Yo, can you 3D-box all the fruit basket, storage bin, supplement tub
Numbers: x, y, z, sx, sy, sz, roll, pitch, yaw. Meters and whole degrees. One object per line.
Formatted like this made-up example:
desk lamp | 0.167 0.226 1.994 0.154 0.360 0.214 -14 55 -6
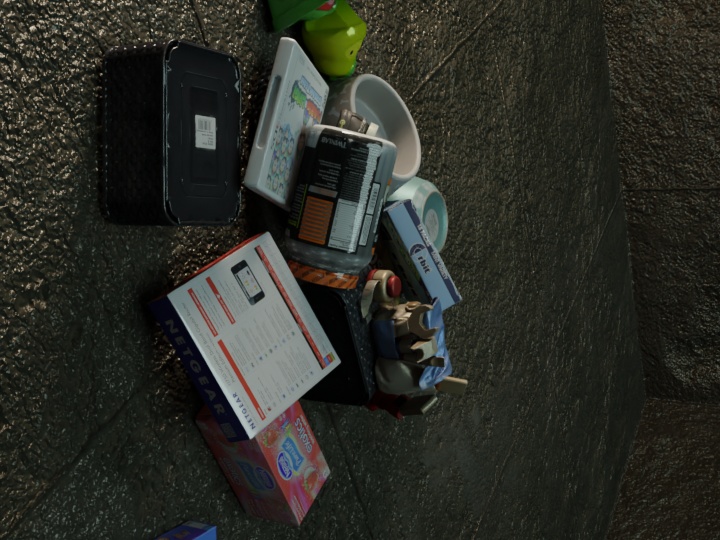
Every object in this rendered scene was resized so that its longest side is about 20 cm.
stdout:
fruit basket | -0.036 -0.388 1.287 0.215 0.155 0.216 24 58 -44
storage bin | -0.213 -0.152 1.009 0.135 0.093 0.201 -5 97 -60
supplement tub | -0.030 -0.084 1.164 0.122 0.122 0.201 2 104 -61
storage bin | -0.043 0.090 1.297 0.094 0.135 0.201 -49 133 -49

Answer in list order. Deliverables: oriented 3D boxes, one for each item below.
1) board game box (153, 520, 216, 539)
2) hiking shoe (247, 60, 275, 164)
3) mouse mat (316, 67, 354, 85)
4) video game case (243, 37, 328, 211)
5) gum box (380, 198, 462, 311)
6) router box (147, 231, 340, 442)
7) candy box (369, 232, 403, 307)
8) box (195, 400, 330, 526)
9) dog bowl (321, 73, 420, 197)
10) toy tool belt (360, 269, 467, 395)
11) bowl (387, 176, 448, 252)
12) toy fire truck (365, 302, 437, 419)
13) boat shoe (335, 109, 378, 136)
board game box | -0.247 0.399 1.044 0.200 0.045 0.135 -12 102 -60
hiking shoe | -0.107 -0.203 1.247 0.101 0.075 0.201 9 93 -69
mouse mat | -0.009 -0.241 1.390 0.200 0.008 0.161 46 40 -32
video game case | -0.090 -0.177 1.124 0.200 0.024 0.183 27 77 -79
gum box | 0.076 -0.026 1.376 0.170 0.044 0.200 63 -9 -8
router box | -0.138 0.079 1.090 0.179 0.049 0.200 -36 102 -43
candy box | 0.000 0.000 1.372 0.116 0.055 0.200 -63 141 -43
box | -0.129 0.240 1.195 0.103 0.094 0.200 -55 137 -42
dog bowl | 0.021 -0.212 1.357 0.200 0.059 0.201 31 48 -42
toy tool belt | 0.086 0.090 1.263 0.125 0.123 0.201 -46 130 -51
bowl | 0.086 -0.085 1.554 0.201 0.105 0.202 -3 93 -61
toy fire truck | 0.076 0.161 1.416 0.176 0.200 0.129 -52 144 -7
boat shoe | -0.048 -0.136 1.265 0.202 0.060 0.072 -58 -172 19
